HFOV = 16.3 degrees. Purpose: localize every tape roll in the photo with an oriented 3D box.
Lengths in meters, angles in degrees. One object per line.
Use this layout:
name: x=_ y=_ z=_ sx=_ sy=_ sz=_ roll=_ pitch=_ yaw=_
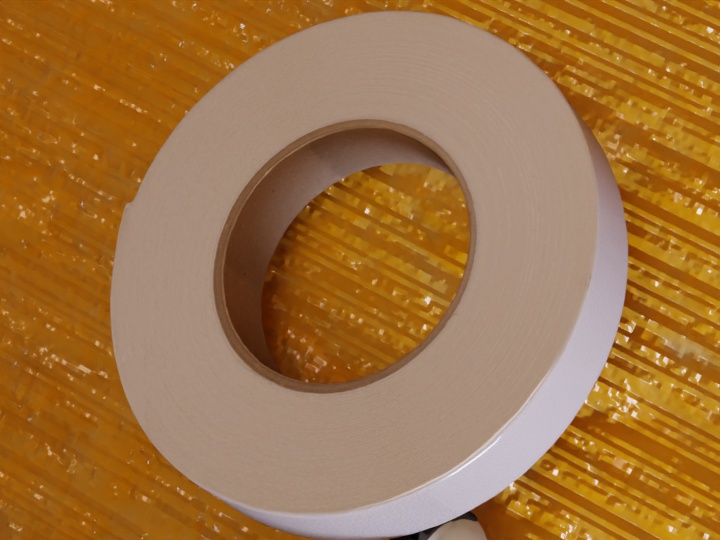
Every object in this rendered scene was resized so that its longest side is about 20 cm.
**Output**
tape roll: x=0.000 y=0.000 z=0.934 sx=0.201 sy=0.037 sz=0.204 roll=-10 pitch=66 yaw=22

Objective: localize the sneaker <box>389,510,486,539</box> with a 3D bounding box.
sneaker: x=0.014 y=0.189 z=0.928 sx=0.093 sy=0.070 sz=0.201 roll=28 pitch=85 yaw=-5
